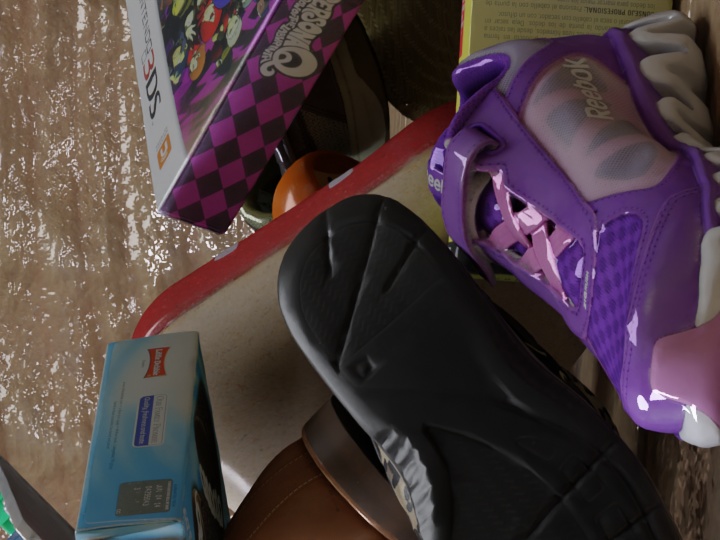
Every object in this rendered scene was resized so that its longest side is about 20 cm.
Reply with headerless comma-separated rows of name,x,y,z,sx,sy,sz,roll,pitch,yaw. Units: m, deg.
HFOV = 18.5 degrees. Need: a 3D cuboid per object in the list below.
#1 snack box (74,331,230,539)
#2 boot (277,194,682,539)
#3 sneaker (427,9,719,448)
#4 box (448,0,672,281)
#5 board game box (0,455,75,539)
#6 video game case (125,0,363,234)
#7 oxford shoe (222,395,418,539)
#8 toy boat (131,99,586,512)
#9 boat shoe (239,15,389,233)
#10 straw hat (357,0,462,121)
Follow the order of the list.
snack box,-0.059,0.137,0.760,0.116,0.037,0.202,-92,-5,-62
boot,0.058,0.078,0.703,0.200,0.073,0.151,53,-175,26
sneaker,0.064,-0.016,0.653,0.201,0.088,0.081,-94,8,-62
box,0.071,-0.096,0.771,0.050,0.074,0.202,-157,69,-88
board game box,-0.102,0.174,1.012,0.026,0.200,0.200,-44,13,-7
video game case,-0.033,-0.146,0.871,0.201,0.036,0.182,-57,29,31
oxford shoe,0.018,0.118,0.800,0.200,0.071,0.071,44,-172,-43
toy boat,0.000,0.000,0.880,0.131,0.199,0.131,47,-165,-42
boat shoe,-0.024,-0.039,0.987,0.202,0.065,0.072,90,164,-56
straw hat,0.058,-0.163,0.910,0.201,0.084,0.203,173,90,-66
